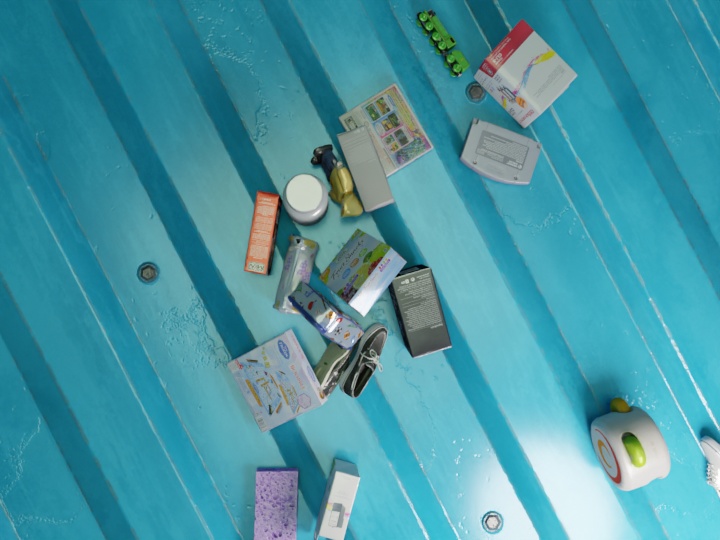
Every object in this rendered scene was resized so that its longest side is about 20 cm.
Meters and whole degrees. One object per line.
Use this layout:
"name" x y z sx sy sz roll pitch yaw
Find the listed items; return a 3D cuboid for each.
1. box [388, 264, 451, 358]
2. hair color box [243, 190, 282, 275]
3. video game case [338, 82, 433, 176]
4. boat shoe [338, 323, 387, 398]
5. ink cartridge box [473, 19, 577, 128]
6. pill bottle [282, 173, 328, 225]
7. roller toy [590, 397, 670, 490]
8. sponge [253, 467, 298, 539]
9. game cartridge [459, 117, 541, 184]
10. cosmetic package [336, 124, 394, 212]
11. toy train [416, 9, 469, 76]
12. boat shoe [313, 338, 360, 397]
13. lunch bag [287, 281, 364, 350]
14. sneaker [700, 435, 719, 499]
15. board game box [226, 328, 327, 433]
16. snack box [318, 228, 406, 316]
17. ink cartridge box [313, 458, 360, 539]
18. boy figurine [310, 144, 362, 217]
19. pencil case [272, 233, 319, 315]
"box" 0.143 0.098 1.579 0.105 0.148 0.203 -17 94 -2
"hair color box" -0.246 -0.092 1.600 0.060 0.102 0.204 10 89 -2
"video game case" 0.067 -0.362 1.661 0.180 0.024 0.202 -31 89 -3
"boat shoe" 0.020 0.229 1.598 0.074 0.068 0.200 45 74 -33
"ink cartridge box" 0.420 -0.499 1.618 0.200 0.145 0.145 44 87 0
"pill bottle" -0.135 -0.177 1.557 0.112 0.200 0.117 0 88 -3
"roller toy" 0.679 0.442 1.583 0.138 0.201 0.185 -18 119 -3
"sponge" -0.216 0.612 1.614 0.109 0.030 0.204 2 88 -2
"game cartridge" 0.368 -0.307 1.666 0.197 0.040 0.135 21 84 -2
"cosmetic package" 0.015 -0.253 1.592 0.089 0.107 0.203 -18 89 4
"toy train" 0.219 -0.605 1.667 0.056 0.042 0.202 -33 90 -13
"boat shoe" -0.059 0.238 1.625 0.068 0.071 0.201 42 78 -38
"lunch bag" -0.086 0.112 1.550 0.160 0.200 0.076 37 85 37
"sneaker" 0.938 0.532 1.643 0.070 0.073 0.202 -30 90 -6
"board game box" -0.211 0.279 1.582 0.198 0.041 0.202 -27 90 22
"snack box" 0.000 0.000 1.557 0.068 0.200 0.169 40 86 -29
"ink cartridge box" -0.061 0.592 1.577 0.066 0.117 0.203 16 88 -4
"boy figurine" -0.058 -0.216 1.600 0.064 0.125 0.202 -17 71 -25
"pencil case" -0.164 0.012 1.605 0.082 0.091 0.203 13 88 -2
